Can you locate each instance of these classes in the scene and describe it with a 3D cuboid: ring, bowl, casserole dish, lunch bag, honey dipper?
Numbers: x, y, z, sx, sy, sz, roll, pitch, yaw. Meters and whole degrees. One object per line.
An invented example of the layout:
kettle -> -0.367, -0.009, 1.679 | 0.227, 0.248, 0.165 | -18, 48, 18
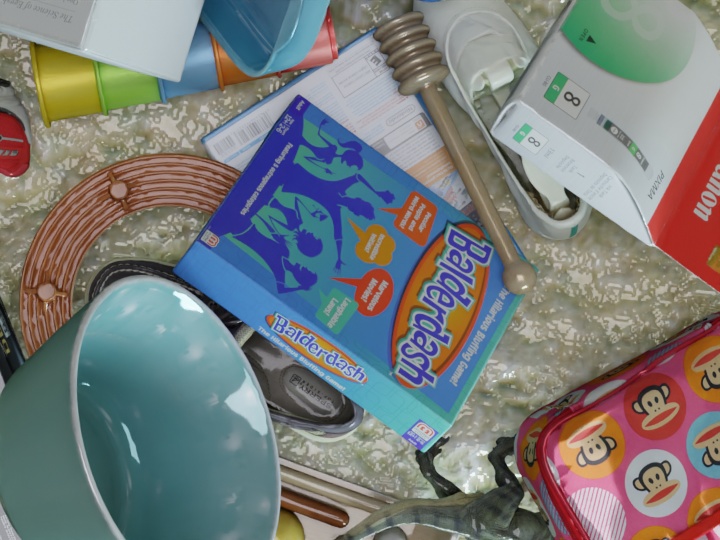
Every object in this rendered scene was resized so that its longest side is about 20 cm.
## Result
ring -> -0.125, 0.021, 1.670 | 0.200, 0.019, 0.200 | 1, 86, -8
bowl -> -0.148, 0.114, 1.537 | 0.105, 0.201, 0.201 | -20, 95, 29
casserole dish -> -0.065, -0.205, 1.622 | 0.039, 0.200, 0.121 | 3, 122, -31
lunch bag -> 0.219, 0.137, 1.676 | 0.200, 0.082, 0.176 | -30, 94, -13
honey dipper -> 0.065, -0.075, 1.661 | 0.038, 0.038, 0.200 | -24, 80, -2

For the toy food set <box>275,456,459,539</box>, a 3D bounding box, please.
toy food set -> -0.051, 0.204, 1.697 | 0.200, 0.060, 0.144 | 20, 92, -4

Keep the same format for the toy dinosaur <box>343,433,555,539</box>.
toy dinosaur -> 0.078, 0.153, 1.692 | 0.200, 0.047, 0.088 | 10, 54, -24

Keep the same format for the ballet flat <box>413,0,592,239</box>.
ballet flat -> 0.101, -0.112, 1.685 | 0.069, 0.069, 0.200 | -28, 94, -1

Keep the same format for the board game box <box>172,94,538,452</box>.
board game box -> 0.000, 0.000, 1.637 | 0.200, 0.045, 0.152 | 36, 51, -6

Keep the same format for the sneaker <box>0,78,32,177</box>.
sneaker -> -0.311, -0.062, 1.661 | 0.200, 0.077, 0.085 | -17, 99, -2

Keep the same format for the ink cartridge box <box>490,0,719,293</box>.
ink cartridge box -> 0.202, -0.095, 1.659 | 0.200, 0.050, 0.161 | 34, 52, -3

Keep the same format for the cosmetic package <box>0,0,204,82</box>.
cosmetic package -> -0.192, -0.244, 1.593 | 0.199, 0.123, 0.200 | 19, 91, 28

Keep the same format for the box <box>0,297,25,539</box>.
box -> -0.237, 0.088, 1.631 | 0.050, 0.158, 0.200 | -22, 94, -2

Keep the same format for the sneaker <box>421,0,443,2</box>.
sneaker -> 0.000, -0.261, 1.634 | 0.077, 0.111, 0.200 | -31, 87, 20

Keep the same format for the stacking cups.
stacking cups -> -0.116, -0.143, 1.676 | 0.200, 0.061, 0.061 | -12, 94, -4

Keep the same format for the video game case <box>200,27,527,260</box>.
video game case -> 0.005, -0.042, 1.708 | 0.143, 0.018, 0.200 | -33, 94, -2

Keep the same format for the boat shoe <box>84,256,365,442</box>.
boat shoe -> -0.083, 0.049, 1.631 | 0.200, 0.065, 0.072 | 31, 81, -5
